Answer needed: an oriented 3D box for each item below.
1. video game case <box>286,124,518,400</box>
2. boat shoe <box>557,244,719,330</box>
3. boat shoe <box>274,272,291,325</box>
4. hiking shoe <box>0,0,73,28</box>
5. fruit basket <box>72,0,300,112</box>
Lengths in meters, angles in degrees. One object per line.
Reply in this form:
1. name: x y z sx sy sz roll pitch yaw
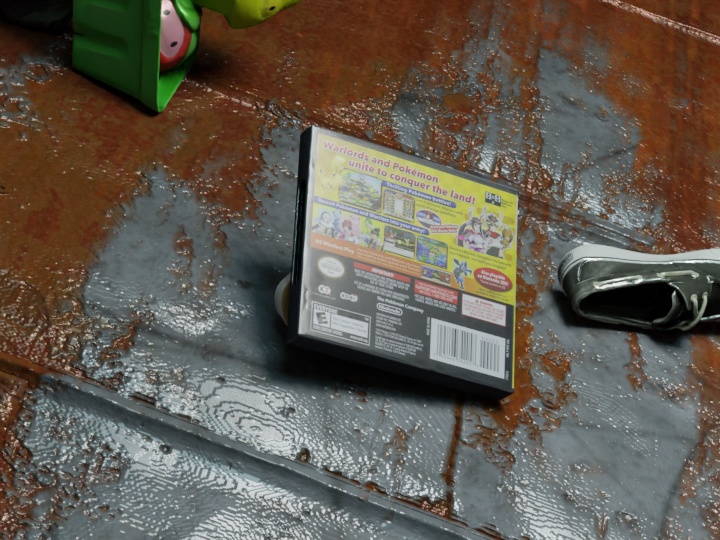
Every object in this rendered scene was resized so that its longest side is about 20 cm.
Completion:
1. video game case: 0.037 -0.005 1.715 0.198 0.025 0.182 16 63 -26
2. boat shoe: 0.270 0.025 1.881 0.198 0.071 0.064 3 36 -14
3. boat shoe: 0.000 0.000 1.761 0.199 0.072 0.069 -21 25 -37
4. hiking shoe: -0.342 -0.280 1.913 0.198 0.101 0.076 3 37 -27
5. fruit basket: -0.144 -0.255 1.904 0.214 0.217 0.156 22 32 0
